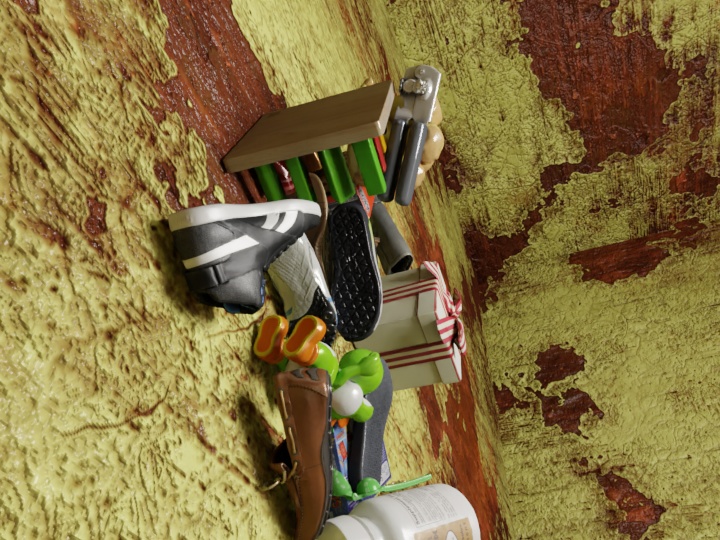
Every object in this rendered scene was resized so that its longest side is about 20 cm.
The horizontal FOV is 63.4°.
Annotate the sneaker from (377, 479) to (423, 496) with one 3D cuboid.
[{"bbox_3d":[0.044,0.393,0.854,0.200,0.075,0.090,-32,128,-57],"label":"sneaker"}]

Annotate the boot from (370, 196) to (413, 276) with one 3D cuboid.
[{"bbox_3d":[0.043,-0.102,1.130,0.182,0.072,0.200,91,-16,-56],"label":"boot"}]

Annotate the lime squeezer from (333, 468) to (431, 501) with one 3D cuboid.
[{"bbox_3d":[-0.003,0.260,0.743,0.200,0.038,0.071,27,44,-13],"label":"lime squeezer"}]

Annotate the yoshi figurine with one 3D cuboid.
[{"bbox_3d":[-0.035,0.115,0.732,0.200,0.112,0.112,51,8,-42],"label":"yoshi figurine"}]

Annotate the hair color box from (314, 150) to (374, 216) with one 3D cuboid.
[{"bbox_3d":[-0.029,-0.146,1.005,0.200,0.101,0.061,-79,150,-57],"label":"hair color box"}]

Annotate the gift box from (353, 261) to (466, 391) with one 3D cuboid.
[{"bbox_3d":[0.092,0.097,1.062,0.185,0.187,0.200,-82,154,-53],"label":"gift box"}]

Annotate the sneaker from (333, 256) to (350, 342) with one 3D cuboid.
[{"bbox_3d":[-0.026,0.014,0.886,0.112,0.073,0.200,-114,-175,-69],"label":"sneaker"}]

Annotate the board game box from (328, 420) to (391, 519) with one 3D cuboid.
[{"bbox_3d":[-0.009,0.267,0.850,0.200,0.034,0.136,11,66,-72],"label":"board game box"}]

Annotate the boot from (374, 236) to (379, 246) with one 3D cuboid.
[{"bbox_3d":[-0.020,-0.030,1.028,0.200,0.074,0.076,-17,109,-68],"label":"boot"}]

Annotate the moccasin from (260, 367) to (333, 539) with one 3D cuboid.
[{"bbox_3d":[-0.069,0.205,0.637,0.074,0.078,0.202,-105,-165,-70],"label":"moccasin"}]

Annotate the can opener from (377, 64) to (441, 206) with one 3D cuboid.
[{"bbox_3d":[0.071,-0.189,0.817,0.066,0.053,0.200,18,85,-70],"label":"can opener"}]

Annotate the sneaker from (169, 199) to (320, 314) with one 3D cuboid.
[{"bbox_3d":[-0.111,-0.013,0.622,0.200,0.073,0.112,-14,94,-54],"label":"sneaker"}]

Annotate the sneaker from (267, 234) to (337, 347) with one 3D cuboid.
[{"bbox_3d":[-0.078,0.020,0.768,0.073,0.072,0.200,-100,174,-65],"label":"sneaker"}]

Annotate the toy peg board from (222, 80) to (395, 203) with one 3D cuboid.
[{"bbox_3d":[-0.048,-0.160,0.782,0.199,0.200,0.098,-77,153,-58],"label":"toy peg board"}]

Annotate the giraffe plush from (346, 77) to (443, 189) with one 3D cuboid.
[{"bbox_3d":[0.055,-0.195,0.946,0.173,0.200,0.162,-60,152,-1],"label":"giraffe plush"}]

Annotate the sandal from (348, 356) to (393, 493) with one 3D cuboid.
[{"bbox_3d":[0.005,0.211,0.825,0.076,0.043,0.200,49,40,-41],"label":"sandal"}]

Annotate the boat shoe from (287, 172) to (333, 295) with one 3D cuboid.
[{"bbox_3d":[-0.074,-0.038,0.838,0.063,0.073,0.200,15,73,-79],"label":"boat shoe"}]

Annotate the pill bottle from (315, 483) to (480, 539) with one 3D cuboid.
[{"bbox_3d":[0.043,0.334,0.713,0.200,0.114,0.115,6,68,-40],"label":"pill bottle"}]

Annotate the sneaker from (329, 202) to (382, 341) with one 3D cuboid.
[{"bbox_3d":[0.000,0.000,0.825,0.083,0.072,0.200,30,58,-76],"label":"sneaker"}]
